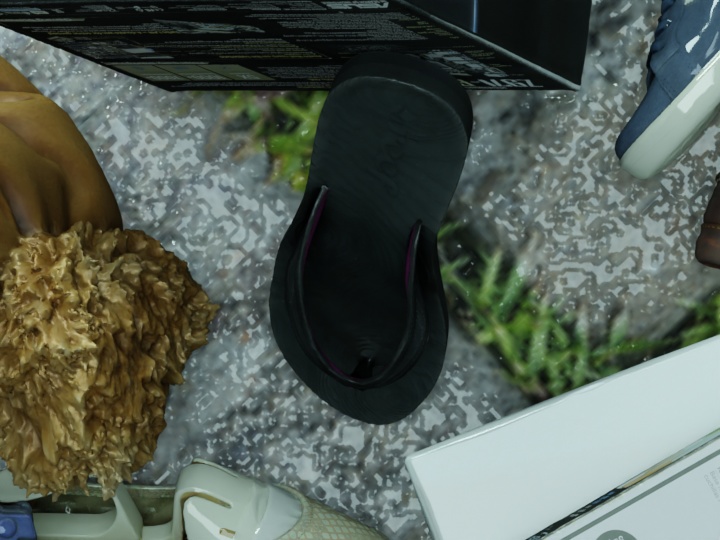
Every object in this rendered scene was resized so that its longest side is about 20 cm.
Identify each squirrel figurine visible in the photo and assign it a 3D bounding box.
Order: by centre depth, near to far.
[{"bbox_3d":[-0.148,-0.004,1.119,0.199,0.187,0.142,34,89,5],"label":"squirrel figurine"}]

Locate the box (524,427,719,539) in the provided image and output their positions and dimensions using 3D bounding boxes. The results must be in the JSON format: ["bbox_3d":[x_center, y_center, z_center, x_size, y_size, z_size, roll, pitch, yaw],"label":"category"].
[{"bbox_3d":[0.164,0.102,1.008,0.199,0.060,0.117,-30,86,-1],"label":"box"}]

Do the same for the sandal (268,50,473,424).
[{"bbox_3d":[-0.001,-0.001,1.117,0.075,0.201,0.048,13,48,7],"label":"sandal"}]

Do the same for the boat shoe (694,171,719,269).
[{"bbox_3d":[0.235,0.007,1.156,0.199,0.070,0.071,23,81,13],"label":"boat shoe"}]

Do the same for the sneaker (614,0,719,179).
[{"bbox_3d":[0.143,-0.135,1.169,0.084,0.075,0.201,31,79,2],"label":"sneaker"}]

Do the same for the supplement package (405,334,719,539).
[{"bbox_3d":[0.122,0.140,1.112,0.151,0.151,0.201,-21,86,1],"label":"supplement package"}]

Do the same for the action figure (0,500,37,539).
[{"bbox_3d":[-0.240,0.127,1.117,0.199,0.104,0.195,13,88,-24],"label":"action figure"}]

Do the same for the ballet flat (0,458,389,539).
[{"bbox_3d":[-0.086,0.108,1.164,0.199,0.068,0.063,-2,122,4],"label":"ballet flat"}]

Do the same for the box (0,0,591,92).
[{"bbox_3d":[-0.032,-0.127,1.095,0.199,0.164,0.087,2,82,31],"label":"box"}]
